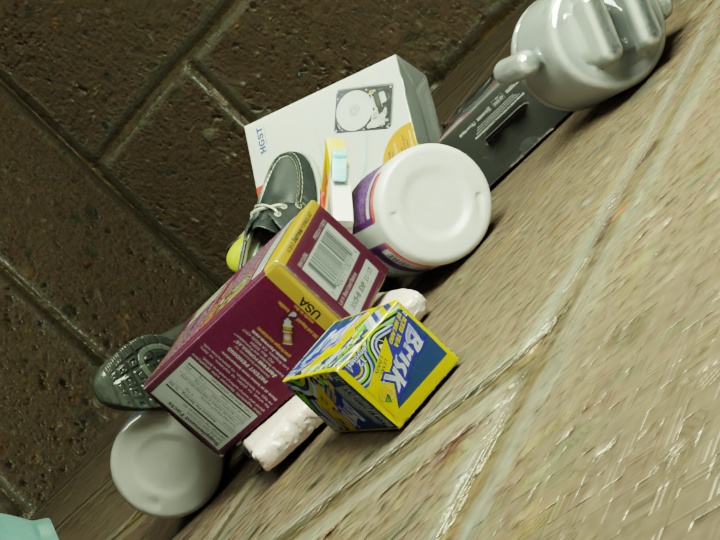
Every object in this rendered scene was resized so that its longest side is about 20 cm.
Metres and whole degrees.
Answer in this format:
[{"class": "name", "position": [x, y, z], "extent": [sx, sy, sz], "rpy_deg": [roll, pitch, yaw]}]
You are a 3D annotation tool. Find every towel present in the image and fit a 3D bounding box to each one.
[{"class": "towel", "position": [-0.029, 0.097, 1.420], "extent": [0.200, 0.032, 0.191], "rpy_deg": [-47, 5, -8]}]

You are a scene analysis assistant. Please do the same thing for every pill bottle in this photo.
[{"class": "pill bottle", "position": [-0.191, 0.177, 1.629], "extent": [0.114, 0.114, 0.200], "rpy_deg": [-45, 5, 6]}, {"class": "pill bottle", "position": [0.046, -0.052, 1.502], "extent": [0.111, 0.111, 0.200], "rpy_deg": [-47, 6, -13]}]

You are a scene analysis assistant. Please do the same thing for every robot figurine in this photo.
[{"class": "robot figurine", "position": [0.205, -0.209, 1.429], "extent": [0.169, 0.113, 0.200], "rpy_deg": [-19, 0, -13]}]

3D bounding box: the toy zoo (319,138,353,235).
[{"class": "toy zoo", "position": [-0.027, -0.035, 1.525], "extent": [0.132, 0.020, 0.201], "rpy_deg": [-96, 11, -50]}]

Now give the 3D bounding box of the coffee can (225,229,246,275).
[{"class": "coffee can", "position": [-0.061, -0.049, 2.087], "extent": [0.200, 0.146, 0.146], "rpy_deg": [-48, 6, -24]}]

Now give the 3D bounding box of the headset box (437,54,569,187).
[{"class": "headset box", "position": [0.165, -0.175, 1.674], "extent": [0.149, 0.077, 0.200], "rpy_deg": [-44, 5, 21]}]

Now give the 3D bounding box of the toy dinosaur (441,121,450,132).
[{"class": "toy dinosaur", "position": [0.078, -0.092, 1.768], "extent": [0.085, 0.136, 0.200], "rpy_deg": [-7, -15, 6]}]

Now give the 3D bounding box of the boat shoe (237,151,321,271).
[{"class": "boat shoe", "position": [-0.088, -0.035, 1.629], "extent": [0.075, 0.060, 0.201], "rpy_deg": [-9, 69, 35]}]

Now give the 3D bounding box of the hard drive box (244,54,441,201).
[{"class": "hard drive box", "position": [-0.012, -0.116, 1.691], "extent": [0.199, 0.157, 0.077], "rpy_deg": [-23, -23, 24]}]

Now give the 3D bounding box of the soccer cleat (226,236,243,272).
[{"class": "soccer cleat", "position": [-0.083, -0.049, 1.935], "extent": [0.199, 0.065, 0.084], "rpy_deg": [-17, -25, 17]}]

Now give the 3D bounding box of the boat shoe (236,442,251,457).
[{"class": "boat shoe", "position": [-0.087, 0.104, 1.594], "extent": [0.071, 0.070, 0.200], "rpy_deg": [-41, 8, 43]}]

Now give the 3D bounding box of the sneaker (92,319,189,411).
[{"class": "sneaker", "position": [-0.197, 0.098, 1.572], "extent": [0.091, 0.076, 0.200], "rpy_deg": [-26, -2, 40]}]

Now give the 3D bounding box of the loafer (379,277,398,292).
[{"class": "loafer", "position": [0.000, 0.000, 1.683], "extent": [0.068, 0.070, 0.201], "rpy_deg": [-45, 6, 4]}]

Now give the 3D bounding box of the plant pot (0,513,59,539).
[{"class": "plant pot", "position": [-0.342, 0.317, 1.508], "extent": [0.134, 0.201, 0.200], "rpy_deg": [-19, -2, -16]}]

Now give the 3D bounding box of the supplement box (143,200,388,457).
[{"class": "supplement box", "position": [-0.085, 0.053, 1.426], "extent": [0.200, 0.103, 0.131], "rpy_deg": [-42, 12, 30]}]

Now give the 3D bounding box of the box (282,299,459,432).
[{"class": "box", "position": [0.003, 0.075, 1.172], "extent": [0.070, 0.064, 0.200], "rpy_deg": [-48, 6, -14]}]
